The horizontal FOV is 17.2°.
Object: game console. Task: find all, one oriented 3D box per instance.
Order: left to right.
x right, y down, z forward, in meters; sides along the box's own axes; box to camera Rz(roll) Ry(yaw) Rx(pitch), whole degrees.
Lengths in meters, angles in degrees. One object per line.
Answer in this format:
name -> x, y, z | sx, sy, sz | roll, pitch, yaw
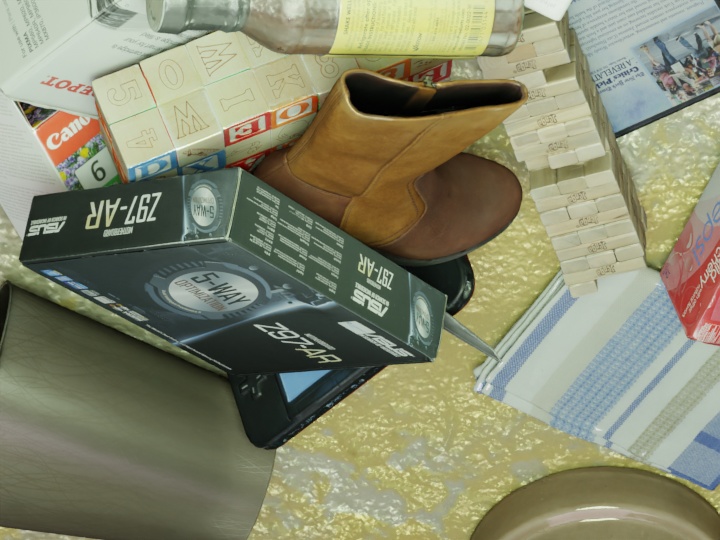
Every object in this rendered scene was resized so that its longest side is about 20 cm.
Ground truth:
game console -> -0.054, -0.011, 1.491 | 0.200, 0.172, 0.119 | -38, 145, 29

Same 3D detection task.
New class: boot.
boot -> 0.041, -0.070, 1.341 | 0.188, 0.069, 0.200 | 5, 158, -22

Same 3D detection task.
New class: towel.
towel -> 0.194, 0.066, 1.598 | 0.200, 0.024, 0.147 | 24, 124, -19

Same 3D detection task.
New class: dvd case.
dvd case -> 0.136, -0.165, 1.415 | 0.143, 0.018, 0.200 | -24, 123, 20

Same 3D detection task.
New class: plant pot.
plant pot -> 0.170, 0.267, 1.667 | 0.200, 0.175, 0.200 | 2, 130, 2

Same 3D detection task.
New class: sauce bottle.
sauce bottle -> -0.013, -0.145, 1.265 | 0.200, 0.065, 0.065 | -1, 132, -21

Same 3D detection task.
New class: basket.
basket -> -0.167, 0.114, 1.588 | 0.200, 0.136, 0.180 | 17, 123, -16

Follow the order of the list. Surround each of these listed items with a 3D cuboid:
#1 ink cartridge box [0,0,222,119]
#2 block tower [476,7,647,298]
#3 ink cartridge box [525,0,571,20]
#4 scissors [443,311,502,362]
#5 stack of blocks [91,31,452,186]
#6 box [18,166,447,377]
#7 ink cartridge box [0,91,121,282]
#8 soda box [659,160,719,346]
ink cartridge box -> -0.102, -0.172, 1.338 | 0.200, 0.084, 0.144 | -34, 158, 25
block tower -> 0.123, -0.079, 1.439 | 0.058, 0.054, 0.200 | -13, 128, 14
ink cartridge box -> 0.105, -0.252, 1.299 | 0.117, 0.067, 0.200 | 23, 122, -9
scissors -> 0.000, 0.000, 1.453 | 0.200, 0.014, 0.073 | 48, 116, 6
stack of blocks -> -0.049, -0.100, 1.374 | 0.200, 0.059, 0.115 | -22, 164, -9
box -> -0.071, 0.005, 1.376 | 0.160, 0.044, 0.200 | -5, 155, 37
ink cartridge box -> -0.193, -0.076, 1.443 | 0.109, 0.050, 0.200 | 13, 137, 51
soda box -> 0.258, -0.045, 1.468 | 0.063, 0.070, 0.200 | 7, 129, -21
